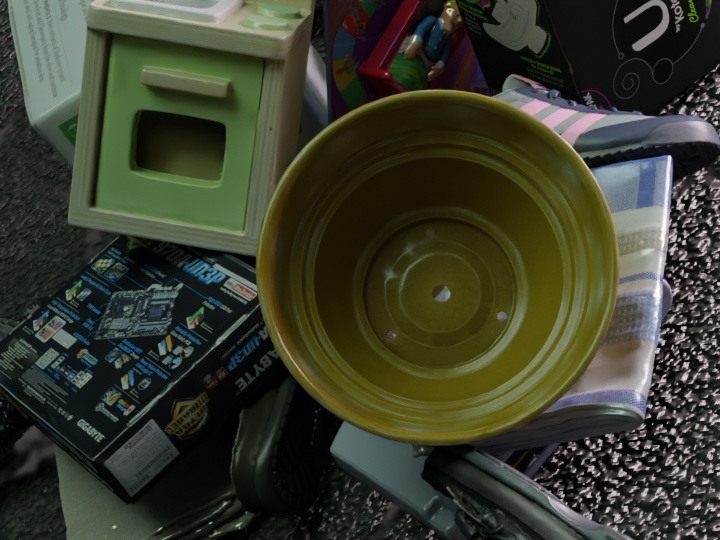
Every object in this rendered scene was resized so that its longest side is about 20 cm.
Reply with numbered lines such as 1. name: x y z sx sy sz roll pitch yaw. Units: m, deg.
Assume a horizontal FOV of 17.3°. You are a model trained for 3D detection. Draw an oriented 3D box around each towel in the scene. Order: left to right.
1. towel: -0.134 0.127 1.550 0.132 0.034 0.200 -29 33 7
2. towel: 0.108 0.020 1.391 0.147 0.024 0.200 -11 47 28

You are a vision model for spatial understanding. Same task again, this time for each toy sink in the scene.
1. toy sink: -0.105 -0.124 1.509 0.130 0.200 0.112 10 16 5

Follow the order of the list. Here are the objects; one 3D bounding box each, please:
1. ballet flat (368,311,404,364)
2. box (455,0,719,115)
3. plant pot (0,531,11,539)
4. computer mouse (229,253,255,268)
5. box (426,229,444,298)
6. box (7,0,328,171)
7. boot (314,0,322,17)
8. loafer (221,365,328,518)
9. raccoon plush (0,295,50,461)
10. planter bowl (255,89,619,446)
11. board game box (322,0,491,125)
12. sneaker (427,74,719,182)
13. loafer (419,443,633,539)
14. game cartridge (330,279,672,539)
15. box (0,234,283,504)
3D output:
1. ballet flat: 0.000 0.000 1.461 0.068 0.075 0.200 -3 20 1
2. box: 0.144 -0.210 1.540 0.148 0.200 0.124 -36 35 -18
3. plant pot: -0.288 0.210 1.437 0.141 0.200 0.141 -5 45 38
4. computer mouse: -0.093 0.010 1.613 0.200 0.053 0.139 -32 30 4
5. box: 0.075 -0.017 1.548 0.200 0.021 0.164 -28 34 13
6. box: -0.124 -0.128 1.704 0.171 0.199 0.200 -31 35 7
7. boot: -0.058 -0.250 1.913 0.174 0.069 0.200 -22 38 20
8. loafer: -0.060 0.089 1.493 0.071 0.073 0.200 -12 29 13
9. raccoon plush: -0.253 0.105 1.671 0.097 0.200 0.134 43 119 20
10. planter bowl: 0.045 0.005 1.340 0.200 0.083 0.201 -1 78 4
11. board game box: 0.046 -0.161 1.590 0.158 0.200 0.039 -17 22 -40
12. sneaker: 0.123 -0.090 1.482 0.200 0.070 0.082 -6 68 11
13. loafer: 0.097 0.152 1.269 0.200 0.072 0.063 28 82 42
14. game cartridge: 0.079 0.060 1.418 0.200 0.041 0.133 -48 45 -11
15. box: -0.140 0.049 1.506 0.159 0.046 0.200 -43 32 -13
